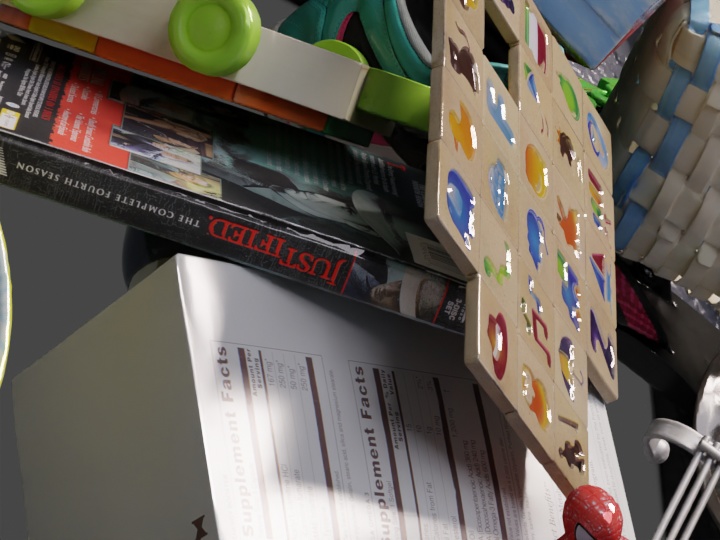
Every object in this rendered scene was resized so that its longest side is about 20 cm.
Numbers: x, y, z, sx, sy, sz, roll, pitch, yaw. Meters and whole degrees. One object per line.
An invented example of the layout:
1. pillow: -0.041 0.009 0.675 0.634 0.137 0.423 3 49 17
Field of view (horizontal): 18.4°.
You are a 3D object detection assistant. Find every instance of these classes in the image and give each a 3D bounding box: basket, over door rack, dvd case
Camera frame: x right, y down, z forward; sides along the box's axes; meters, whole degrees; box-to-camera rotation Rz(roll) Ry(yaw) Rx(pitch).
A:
1. basket: 0.210 -0.053 0.992 0.199 0.177 0.139 24 32 -3
2. over door rack: 0.172 0.175 0.916 0.199 0.067 0.148 31 68 0
3. dvd case: -0.053 -0.036 0.813 0.199 0.022 0.146 17 16 -9

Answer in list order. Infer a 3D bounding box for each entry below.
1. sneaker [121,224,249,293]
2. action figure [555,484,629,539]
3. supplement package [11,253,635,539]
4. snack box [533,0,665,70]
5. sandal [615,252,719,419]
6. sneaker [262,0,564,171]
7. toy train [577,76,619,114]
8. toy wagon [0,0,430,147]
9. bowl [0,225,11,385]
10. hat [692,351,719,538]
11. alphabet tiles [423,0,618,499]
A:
1. sneaker: 0.000 0.000 0.894 0.199 0.070 0.082 14 49 -26
2. action figure: 0.080 0.160 0.793 0.065 0.201 0.052 -17 32 -23
3. supplement package: -0.011 0.078 0.812 0.199 0.114 0.110 12 57 -40
4. snack box: 0.052 -0.178 1.012 0.169 0.068 0.200 46 2 -12
5. sandal: 0.127 0.006 1.053 0.200 0.045 0.075 35 43 -22
6. sneaker: 0.045 -0.045 0.948 0.084 0.121 0.201 -26 84 -50
7. toy train: 0.098 -0.076 1.076 0.199 0.042 0.056 0 27 -47
8. toy wagon: -0.043 -0.082 0.850 0.199 0.040 0.155 20 4 16
9. bowl: -0.216 0.008 0.661 0.200 0.108 0.201 26 47 -31
10. hat: 0.227 0.114 1.053 0.200 0.081 0.201 13 54 -19
11. alphabet tiles: 0.061 -0.023 0.808 0.167 0.008 0.201 53 32 -45
